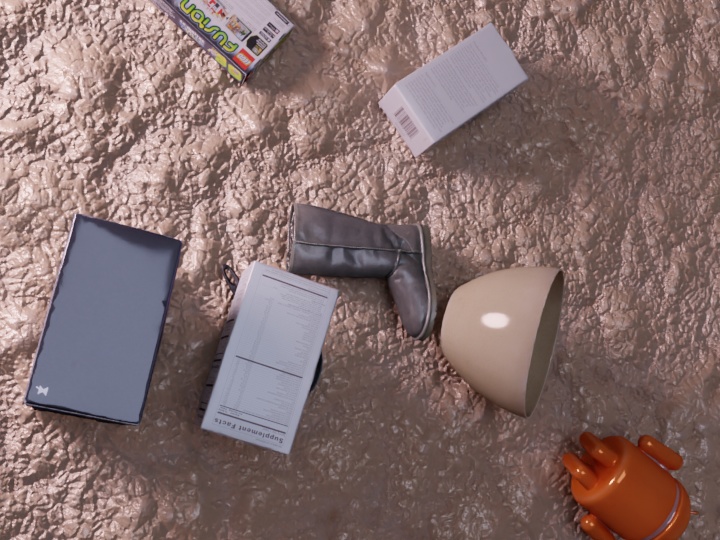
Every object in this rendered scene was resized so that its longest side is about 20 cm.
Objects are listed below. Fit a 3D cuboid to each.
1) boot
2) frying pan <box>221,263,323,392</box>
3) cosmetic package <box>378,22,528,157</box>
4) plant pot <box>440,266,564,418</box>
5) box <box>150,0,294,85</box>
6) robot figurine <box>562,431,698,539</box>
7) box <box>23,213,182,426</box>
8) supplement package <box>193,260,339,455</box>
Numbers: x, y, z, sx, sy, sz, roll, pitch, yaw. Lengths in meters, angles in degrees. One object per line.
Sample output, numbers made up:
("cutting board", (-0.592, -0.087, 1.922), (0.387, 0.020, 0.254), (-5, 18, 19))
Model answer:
("boot", (-0.001, 0.002, 1.088), (0.198, 0.073, 0.183), (6, 64, -25))
("frying pan", (-0.135, 0.094, 1.043), (0.190, 0.031, 0.115), (38, 71, -7))
("cosmetic package", (0.136, -0.264, 1.185), (0.199, 0.071, 0.102), (-36, 93, -22))
("plant pot", (0.185, 0.082, 1.093), (0.133, 0.200, 0.202), (13, 72, 21))
("box", (-0.200, -0.362, 1.103), (0.200, 0.035, 0.110), (42, 70, -8))
("robot figurine", (0.378, 0.314, 1.142), (0.200, 0.117, 0.144), (38, 55, -8))
("box", (-0.287, 0.066, 0.906), (0.122, 0.198, 0.202), (14, 76, -16))
("supplement package", (-0.116, 0.106, 0.977), (0.113, 0.109, 0.202), (20, 78, -12))
